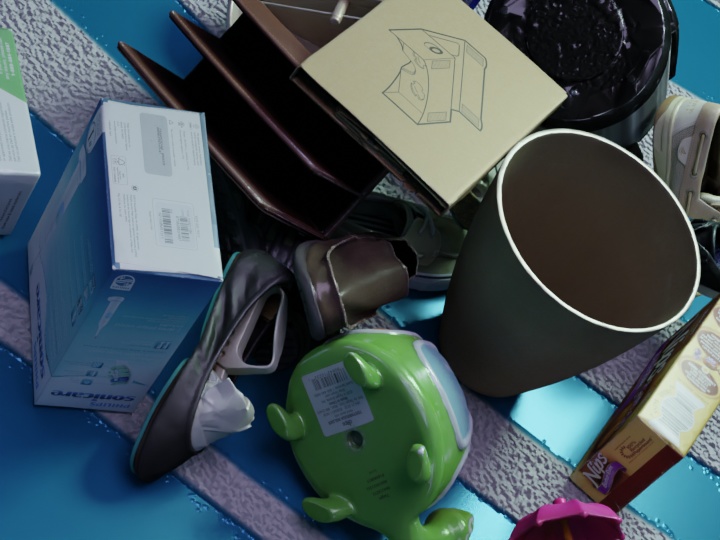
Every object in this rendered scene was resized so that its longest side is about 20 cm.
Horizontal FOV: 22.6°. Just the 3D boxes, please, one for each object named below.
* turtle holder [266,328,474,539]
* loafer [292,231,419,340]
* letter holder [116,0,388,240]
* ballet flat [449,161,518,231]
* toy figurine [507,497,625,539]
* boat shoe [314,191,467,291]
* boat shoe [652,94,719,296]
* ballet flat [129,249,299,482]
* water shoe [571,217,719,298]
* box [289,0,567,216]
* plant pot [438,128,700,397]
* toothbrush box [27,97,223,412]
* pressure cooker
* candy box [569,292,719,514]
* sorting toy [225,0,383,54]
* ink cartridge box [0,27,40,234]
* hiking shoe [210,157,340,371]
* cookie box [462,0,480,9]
[{"bbox_3d":[0.032,0.128,1.394,0.185,0.141,0.131,42,31,15],"label":"turtle holder"},{"bbox_3d":[0.000,0.000,1.414,0.200,0.070,0.074,-45,120,-71],"label":"loafer"},{"bbox_3d":[-0.084,-0.137,1.446,0.200,0.101,0.142,48,10,23],"label":"letter holder"},{"bbox_3d":[0.075,-0.108,1.502,0.200,0.070,0.071,52,39,-36],"label":"ballet flat"},{"bbox_3d":[0.163,0.266,1.394,0.201,0.149,0.184,55,37,-14],"label":"toy figurine"},{"bbox_3d":[0.034,-0.029,1.549,0.198,0.062,0.073,5,57,-27],"label":"boat shoe"},{"bbox_3d":[0.309,-0.061,1.648,0.064,0.202,0.072,12,30,35],"label":"boat shoe"},{"bbox_3d":[-0.103,0.075,1.358,0.068,0.068,0.201,19,72,20],"label":"ballet flat"},{"bbox_3d":[0.278,-0.029,1.581,0.198,0.079,0.072,13,68,-21],"label":"water shoe"},{"bbox_3d":[0.058,-0.147,1.444,0.163,0.021,0.200,42,46,5],"label":"box"},{"bbox_3d":[0.148,0.019,1.489,0.186,0.200,0.189,15,52,-20],"label":"plant pot"},{"bbox_3d":[-0.179,-0.006,1.326,0.084,0.200,0.148,7,55,-25],"label":"toothbrush box"},{"bbox_3d":[0.200,-0.192,1.664,0.177,0.200,0.178,18,82,12],"label":"pressure cooker"},{"bbox_3d":[0.270,0.109,1.550,0.056,0.117,0.200,40,49,2],"label":"candy box"},{"bbox_3d":[-0.033,-0.155,1.561,0.198,0.107,0.181,12,58,17],"label":"sorting toy"},{"bbox_3d":[-0.360,-0.111,1.372,0.198,0.088,0.147,1,58,-30],"label":"ink cartridge box"},{"bbox_3d":[-0.079,-0.013,1.481,0.100,0.076,0.201,-9,68,-48],"label":"hiking shoe"},{"bbox_3d":[0.083,-0.288,1.661,0.075,0.200,0.172,31,50,-8],"label":"cookie box"}]
